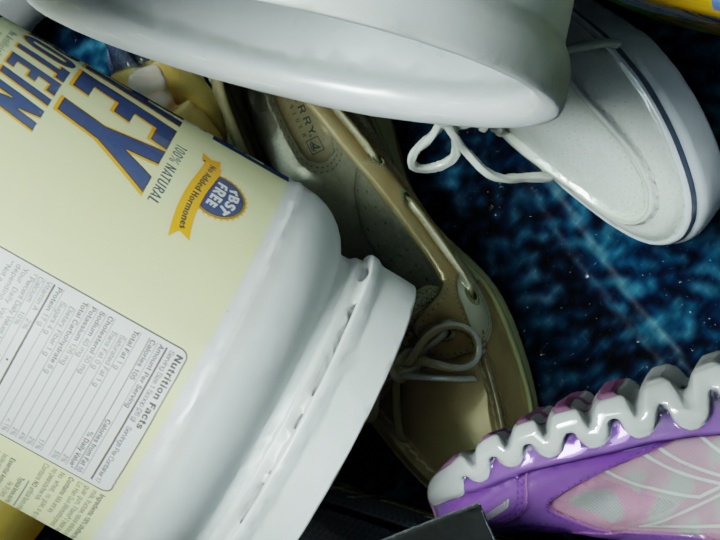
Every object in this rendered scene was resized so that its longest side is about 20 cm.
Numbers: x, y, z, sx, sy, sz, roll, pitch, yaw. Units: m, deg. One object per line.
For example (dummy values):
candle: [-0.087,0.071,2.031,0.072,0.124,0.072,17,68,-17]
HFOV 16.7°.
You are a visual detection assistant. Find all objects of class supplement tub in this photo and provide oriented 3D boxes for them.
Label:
supplement tub: [-0.096,0.011,0.840,0.199,0.145,0.145,29,102,-6]

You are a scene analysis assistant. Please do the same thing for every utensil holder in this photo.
utensil holder: [-0.001,-0.161,0.758,0.169,0.170,0.201,9,84,27]

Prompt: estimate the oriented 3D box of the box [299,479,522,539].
box: [0.022,0.193,0.913,0.157,0.051,0.201,16,95,28]

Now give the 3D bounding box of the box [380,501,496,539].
box: [-0.002,0.201,0.801,0.163,0.086,0.201,-20,78,-19]

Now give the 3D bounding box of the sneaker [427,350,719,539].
sneaker: [0.122,0.074,0.847,0.199,0.080,0.089,-16,92,15]

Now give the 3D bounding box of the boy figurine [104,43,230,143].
boy figurine: [-0.081,-0.050,0.951,0.064,0.124,0.201,-15,98,-8]

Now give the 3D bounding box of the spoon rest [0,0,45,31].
spoon rest: [-0.182,-0.093,0.971,0.099,0.200,0.061,3,130,25]

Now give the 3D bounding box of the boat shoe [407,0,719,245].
boat shoe: [0.039,-0.076,0.872,0.202,0.086,0.075,49,141,3]

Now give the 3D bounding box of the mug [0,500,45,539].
mug: [-0.172,0.082,0.973,0.186,0.149,0.154,41,114,30]

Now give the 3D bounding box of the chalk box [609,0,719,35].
chalk box: [0.143,-0.139,0.825,0.199,0.124,0.126,15,94,27]

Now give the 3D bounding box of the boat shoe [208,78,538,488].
boat shoe: [0.002,-0.002,0.917,0.073,0.063,0.202,-24,87,23]
